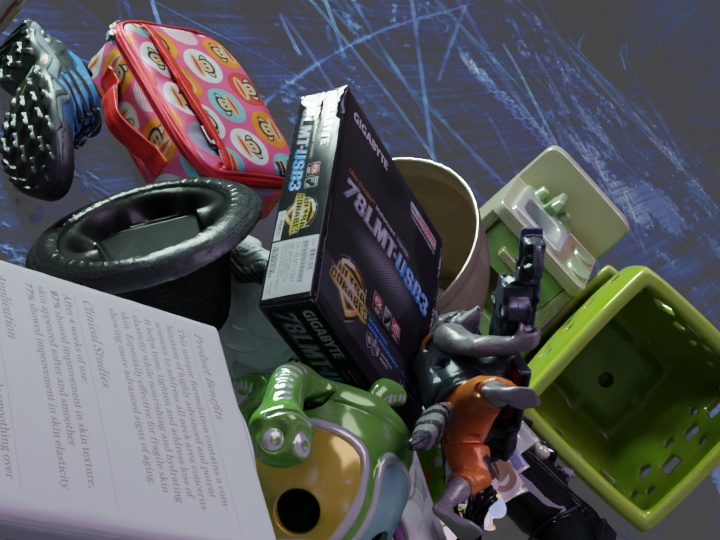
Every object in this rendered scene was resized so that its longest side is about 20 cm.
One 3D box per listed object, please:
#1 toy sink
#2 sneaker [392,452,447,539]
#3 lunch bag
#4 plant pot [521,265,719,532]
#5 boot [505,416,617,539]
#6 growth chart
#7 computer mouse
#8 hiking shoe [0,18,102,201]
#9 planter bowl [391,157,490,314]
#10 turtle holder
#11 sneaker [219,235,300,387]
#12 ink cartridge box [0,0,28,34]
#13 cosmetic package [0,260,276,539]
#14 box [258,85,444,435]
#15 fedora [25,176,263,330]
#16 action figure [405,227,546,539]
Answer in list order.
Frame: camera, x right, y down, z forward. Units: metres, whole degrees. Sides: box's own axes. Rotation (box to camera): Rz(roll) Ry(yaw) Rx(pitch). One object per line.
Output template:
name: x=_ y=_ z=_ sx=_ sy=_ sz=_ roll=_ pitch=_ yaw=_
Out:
toy sink: x=0.174 y=-0.016 z=1.443 sx=0.130 sy=0.200 sz=0.112 roll=47 pitch=25 yaw=-3
sneaker: x=0.024 y=0.194 z=1.084 sx=0.100 sy=0.075 sz=0.201 roll=45 pitch=26 yaw=-39
lunch bag: x=-0.164 y=-0.138 z=1.232 sx=0.176 sy=0.082 sz=0.200 roll=0 pitch=51 yaw=-53
plant pot: x=0.274 y=0.119 z=1.401 sx=0.199 sy=0.200 sz=0.181 roll=44 pitch=2 yaw=-9
boot: x=0.157 y=0.224 z=1.231 sx=0.163 sy=0.073 sz=0.198 roll=48 pitch=22 yaw=0
growth chart: x=0.082 y=0.164 z=1.183 sx=0.145 sy=0.018 sz=0.200 roll=46 pitch=45 yaw=17
computer mouse: x=0.091 y=0.151 z=1.116 sx=0.044 sy=0.110 sz=0.201 roll=-2 pitch=42 yaw=0
hiking shoe: x=-0.242 y=-0.127 z=1.090 sx=0.086 sy=0.074 sz=0.201 roll=25 pitch=34 yaw=-38
planter bowl: x=0.033 y=0.017 z=1.218 sx=0.135 sy=0.199 sz=0.201 roll=59 pitch=11 yaw=-46
turtle holder: x=-0.027 y=0.144 z=0.934 sx=0.140 sy=0.186 sz=0.132 roll=17 pitch=53 yaw=-11
sneaker: x=-0.107 y=0.030 z=1.090 sx=0.199 sy=0.116 sz=0.075 roll=23 pitch=5 yaw=41
ink cartridge box: x=-0.318 y=-0.218 z=0.951 sx=0.145 sy=0.200 sz=0.084 roll=43 pitch=26 yaw=-10
cosmetic package: x=-0.183 y=0.118 z=0.735 sx=0.199 sy=0.166 sz=0.168 roll=22 pitch=36 yaw=-42
box: x=0.000 y=0.000 z=1.016 sx=0.200 sy=0.049 sz=0.199 roll=56 pitch=35 yaw=-45
fedora: x=-0.153 y=0.003 z=1.004 sx=0.201 sy=0.199 sz=0.092 roll=-62 pitch=143 yaw=-63
action figure: x=0.079 y=0.068 z=0.969 sx=0.104 sy=0.201 sz=0.194 roll=5 pitch=21 yaw=-5
